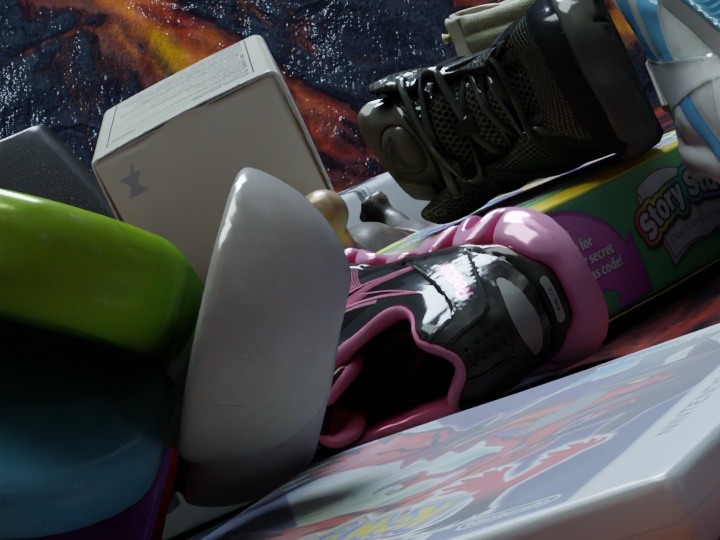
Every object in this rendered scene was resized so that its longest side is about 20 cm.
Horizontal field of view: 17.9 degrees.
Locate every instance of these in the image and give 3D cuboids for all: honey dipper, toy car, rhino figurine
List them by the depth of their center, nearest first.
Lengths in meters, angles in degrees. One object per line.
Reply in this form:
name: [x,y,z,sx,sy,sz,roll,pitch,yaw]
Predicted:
toy car: [-0.100,0.042,0.670,0.174,0.150,0.200,14,-14,0]
honey dipper: [0.000,0.000,1.089,0.038,0.038,0.200,-23,-17,1]
rhino figurine: [-0.018,0.004,1.232,0.087,0.060,0.200,32,25,29]

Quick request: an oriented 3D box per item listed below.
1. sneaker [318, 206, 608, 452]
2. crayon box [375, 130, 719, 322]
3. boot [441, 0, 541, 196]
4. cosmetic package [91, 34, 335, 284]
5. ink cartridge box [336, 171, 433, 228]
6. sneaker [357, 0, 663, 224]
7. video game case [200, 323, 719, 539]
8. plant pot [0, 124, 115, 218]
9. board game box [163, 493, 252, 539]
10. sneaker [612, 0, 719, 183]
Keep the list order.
sneaker: [-0.003,0.037,0.863,0.200,0.079,0.095,-22,14,48]
crayon box: [0.083,-0.006,0.999,0.172,0.058,0.200,-19,5,45]
boot: [0.086,-0.080,1.352,0.072,0.155,0.200,-25,4,-35]
cosmetic package: [-0.073,-0.054,1.168,0.103,0.087,0.200,-26,11,2]
ink cartridge box: [-0.020,-0.004,1.520,0.145,0.084,0.200,-21,4,43]
sneaker: [0.060,-0.065,0.947,0.114,0.076,0.199,-24,0,-1]
video game case: [0.027,0.059,0.591,0.200,0.023,0.182,-22,3,30]
plant pot: [-0.217,0.031,1.343,0.199,0.178,0.200,-25,-4,-20]
board game box: [-0.146,0.097,0.898,0.200,0.064,0.148,-23,2,-15]
sneaker: [0.146,-0.083,0.926,0.076,0.081,0.200,-4,30,-13]
